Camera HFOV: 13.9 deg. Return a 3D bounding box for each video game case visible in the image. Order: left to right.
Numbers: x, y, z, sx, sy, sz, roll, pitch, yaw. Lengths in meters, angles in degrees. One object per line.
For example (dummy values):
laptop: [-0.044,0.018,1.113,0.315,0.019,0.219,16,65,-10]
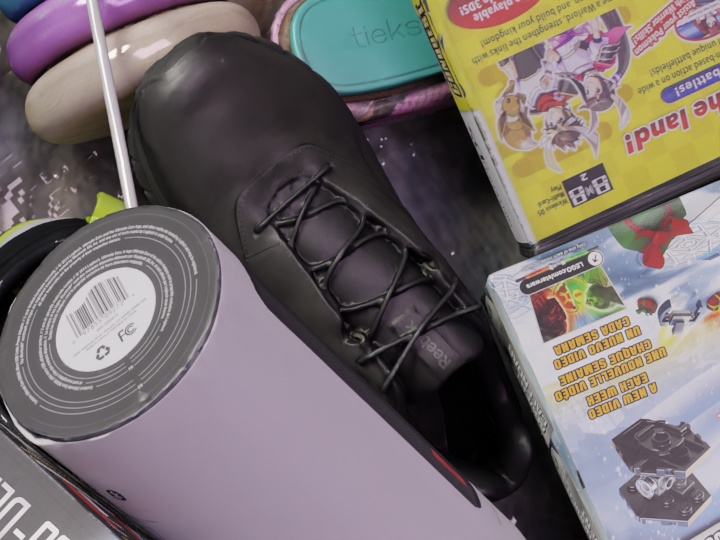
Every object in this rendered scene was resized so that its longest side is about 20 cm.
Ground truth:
video game case: [0.110,-0.126,1.007,0.200,0.026,0.181,-25,98,-8]

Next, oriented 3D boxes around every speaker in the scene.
speaker: [-0.024,0.065,0.915,0.200,0.081,0.081,45,68,-44]

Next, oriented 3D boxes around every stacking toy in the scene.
stacking toy: [-0.110,-0.148,1.013,0.085,0.085,0.200,-22,85,-19]

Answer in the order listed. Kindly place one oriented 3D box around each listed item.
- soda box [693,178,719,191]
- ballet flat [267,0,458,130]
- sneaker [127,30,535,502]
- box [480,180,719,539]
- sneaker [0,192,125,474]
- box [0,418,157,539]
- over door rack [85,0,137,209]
soda box: [0.137,0.039,1.043,0.063,0.071,0.200,-10,75,1]
ballet flat: [0.059,-0.091,1.057,0.200,0.071,0.069,-14,84,-10]
sneaker: [0.000,0.000,0.986,0.076,0.091,0.200,-44,120,-6]
box: [0.158,0.029,0.986,0.200,0.040,0.137,-22,78,-7]
sneaker: [-0.132,0.063,0.971,0.072,0.083,0.200,25,76,-13]
box: [-0.058,0.119,0.899,0.050,0.158,0.200,-49,142,-5]
over door rack: [-0.133,-0.060,0.906,0.148,0.067,0.200,-3,82,-25]
